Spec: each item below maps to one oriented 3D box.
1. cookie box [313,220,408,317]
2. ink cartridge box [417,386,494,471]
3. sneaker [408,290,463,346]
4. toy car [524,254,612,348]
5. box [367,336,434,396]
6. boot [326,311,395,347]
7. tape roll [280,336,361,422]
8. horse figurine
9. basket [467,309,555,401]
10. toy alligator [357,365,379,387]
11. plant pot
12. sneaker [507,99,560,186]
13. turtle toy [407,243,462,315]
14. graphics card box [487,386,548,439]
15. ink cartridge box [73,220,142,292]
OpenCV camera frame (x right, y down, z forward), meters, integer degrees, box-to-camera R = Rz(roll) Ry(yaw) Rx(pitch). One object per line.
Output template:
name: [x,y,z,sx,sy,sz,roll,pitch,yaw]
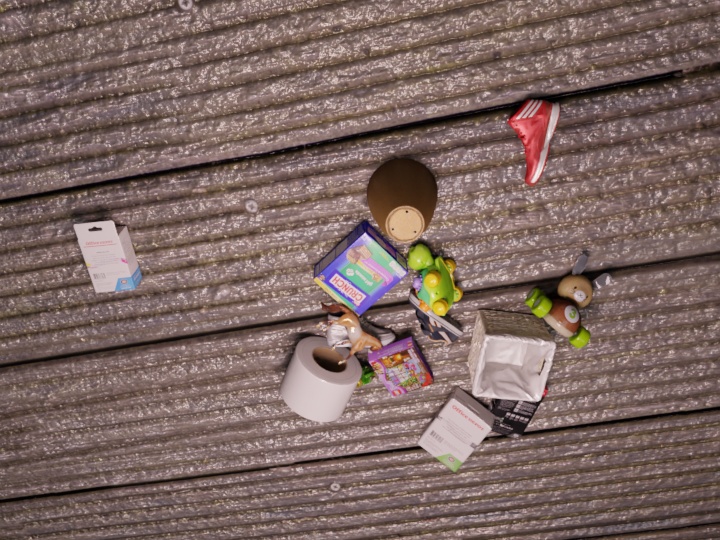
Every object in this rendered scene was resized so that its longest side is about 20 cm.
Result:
cookie box: [0.000,0.000,1.665,0.171,0.076,0.200,41,112,-19]
ink cartridge box: [0.287,0.476,1.871,0.145,0.084,0.201,36,115,7]
sneaker: [0.193,0.142,1.730,0.199,0.079,0.080,39,107,-18]
toy car: [0.568,0.068,1.652,0.163,0.158,0.201,37,102,-5]
box: [0.119,0.280,1.791,0.135,0.039,0.201,-20,134,12]
boot: [0.003,0.159,1.750,0.196,0.074,0.097,-2,104,-10]
tape roll: [-0.111,0.302,1.751,0.200,0.204,0.141,21,117,-9]
horse figurine: [-0.035,0.165,1.688,0.131,0.050,0.202,-24,110,12]
basket: [0.410,0.231,1.722,0.196,0.162,0.201,6,117,0]
toy alligator: [0.013,0.297,1.786,0.059,0.200,0.055,-20,80,-18]
plant pot: [0.106,-0.152,1.516,0.183,0.201,0.189,0,117,1]
sneaker: [0.399,-0.314,1.505,0.114,0.078,0.203,14,105,4]
turtle toy: [0.188,0.026,1.649,0.100,0.145,0.203,-12,100,33]
graphics card box: [0.461,0.405,1.871,0.123,0.051,0.202,17,115,-6]
ink cartridge box: [-0.672,-0.048,1.666,0.113,0.068,0.203,-5,117,4]
